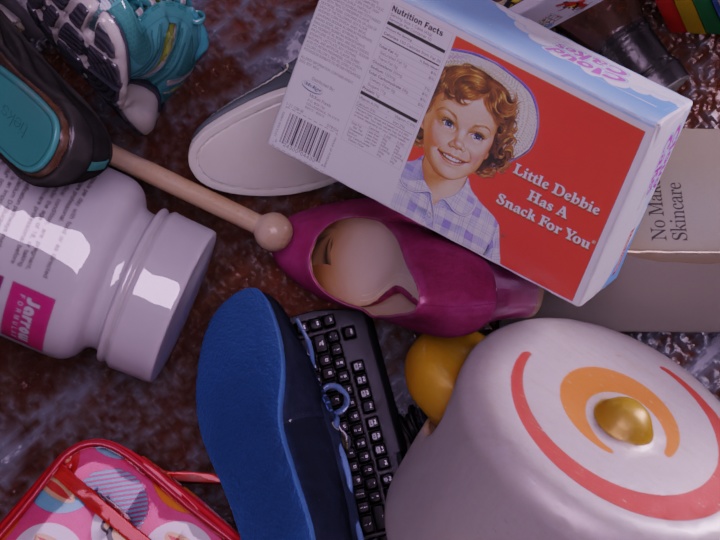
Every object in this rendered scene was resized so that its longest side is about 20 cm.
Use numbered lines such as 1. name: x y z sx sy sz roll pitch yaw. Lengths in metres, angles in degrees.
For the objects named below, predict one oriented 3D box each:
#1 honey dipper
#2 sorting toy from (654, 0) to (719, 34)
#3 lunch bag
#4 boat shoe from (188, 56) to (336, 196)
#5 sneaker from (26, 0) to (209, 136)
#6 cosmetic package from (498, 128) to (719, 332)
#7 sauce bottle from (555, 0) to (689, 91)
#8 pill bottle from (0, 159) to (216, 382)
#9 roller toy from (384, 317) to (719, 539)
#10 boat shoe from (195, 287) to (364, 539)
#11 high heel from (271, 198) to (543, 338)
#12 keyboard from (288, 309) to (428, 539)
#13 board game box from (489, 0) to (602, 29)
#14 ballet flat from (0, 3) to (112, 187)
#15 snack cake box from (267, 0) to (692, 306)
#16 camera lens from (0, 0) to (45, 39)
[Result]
1. honey dipper: -0.130 -0.059 1.564 0.200 0.038 0.038 27 81 11
2. sorting toy: 0.208 -0.239 1.543 0.070 0.200 0.199 7 80 17
3. lunch bag: -0.116 0.195 1.517 0.200 0.082 0.176 39 77 4
4. boat shoe: -0.009 -0.104 1.587 0.200 0.073 0.062 -22 39 2
5. sneaker: -0.131 -0.138 1.507 0.080 0.200 0.078 -44 82 -1
6. cosmetic package: 0.178 -0.023 1.544 0.200 0.073 0.104 0 47 -3
7. sauce bottle: 0.119 -0.182 1.591 0.066 0.066 0.200 -32 82 -7
8. pill bottle: -0.191 -0.018 1.529 0.200 0.113 0.113 23 81 2
9. roller toy: 0.118 0.120 1.468 0.182 0.140 0.200 7 40 -28
10. boat shoe: -0.044 0.105 1.521 0.084 0.069 0.200 -31 53 31
11. high heel: 0.000 0.000 1.498 0.200 0.096 0.067 21 105 42
12. keyboard: 0.006 0.116 1.551 0.104 0.040 0.200 -15 82 -3
13. board game box: 0.078 -0.189 1.498 0.200 0.035 0.126 -27 61 28
14. ballet flat: -0.208 -0.111 1.501 0.200 0.068 0.068 48 112 27
15. snack cake box: 0.063 -0.080 1.447 0.200 0.067 0.115 29 114 15
16. camera lens: -0.178 -0.255 1.545 0.160 0.160 0.200 36 81 4
